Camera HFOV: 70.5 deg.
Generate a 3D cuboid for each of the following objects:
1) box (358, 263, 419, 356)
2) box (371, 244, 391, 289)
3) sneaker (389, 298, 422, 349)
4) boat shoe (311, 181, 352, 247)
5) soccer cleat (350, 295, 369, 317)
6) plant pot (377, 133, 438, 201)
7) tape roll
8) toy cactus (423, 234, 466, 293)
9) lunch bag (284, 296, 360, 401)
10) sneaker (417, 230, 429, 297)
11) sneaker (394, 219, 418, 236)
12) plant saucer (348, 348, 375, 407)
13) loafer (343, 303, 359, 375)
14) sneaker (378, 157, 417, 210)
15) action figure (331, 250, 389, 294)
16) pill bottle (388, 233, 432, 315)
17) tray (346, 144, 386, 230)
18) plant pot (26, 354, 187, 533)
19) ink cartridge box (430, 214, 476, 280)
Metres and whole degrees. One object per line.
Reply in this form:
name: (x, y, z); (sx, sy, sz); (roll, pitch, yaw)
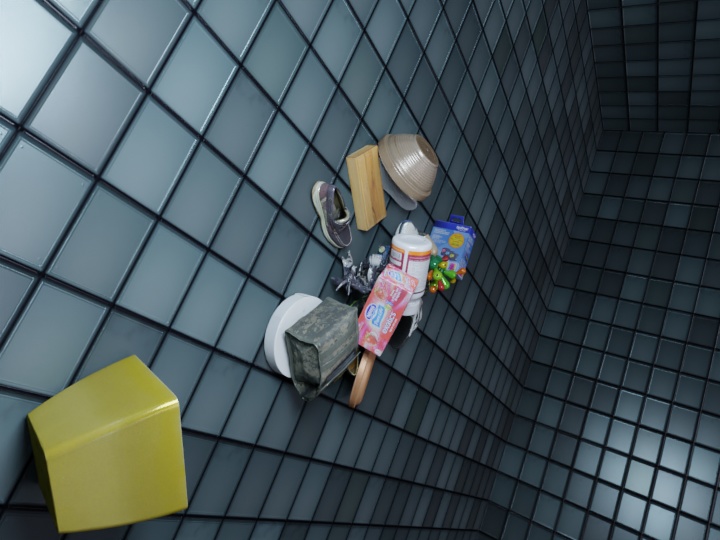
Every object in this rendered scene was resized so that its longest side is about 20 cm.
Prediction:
box: (0.061, 0.100, 1.300); (0.201, 0.094, 0.103); (-65, 172, 25)
box: (0.095, 0.026, 1.540); (0.200, 0.037, 0.138); (37, 69, -53)
sneaker: (0.159, 0.168, 1.645); (0.088, 0.074, 0.202); (43, 66, -49)
boat shoe: (-0.057, -0.130, 1.249); (0.072, 0.064, 0.201); (-54, 140, -32)
soccer cleat: (0.053, 0.110, 1.436); (0.198, 0.081, 0.068); (-7, 133, -36)
plant pot: (0.145, -0.296, 1.370); (0.200, 0.092, 0.202); (37, 35, -32)
tape roll: (-0.150, 0.157, 1.235); (0.202, 0.037, 0.205); (-22, 117, -50)
toy cactus: (0.220, -0.025, 1.446); (0.166, 0.102, 0.200); (64, 26, -2)
lunch bag: (-0.083, 0.197, 1.215); (0.164, 0.117, 0.202); (-37, 135, -43)
sneaker: (0.172, -0.022, 1.556); (0.085, 0.077, 0.203); (-66, 157, -84)
sneaker: (0.148, -0.044, 1.462); (0.076, 0.085, 0.203); (-7, 98, -14)
plant saucer: (0.011, 0.288, 1.433); (0.200, 0.032, 0.202); (18, 90, -84)
loafer: (-0.030, 0.187, 1.369); (0.072, 0.072, 0.202); (-17, 116, -21)
sneaker: (0.105, -0.270, 1.444); (0.200, 0.070, 0.100); (45, 46, -39)
action figure: (0.000, 0.000, 1.332); (0.200, 0.118, 0.103); (-26, 123, -63)
pill bottle: (0.126, 0.011, 1.374); (0.109, 0.109, 0.202); (-22, 126, -50)
tray: (0.019, -0.219, 1.355); (0.099, 0.037, 0.202); (-39, 132, -41)
plant pot: (-0.400, 0.279, 0.796); (0.175, 0.199, 0.202); (-13, 112, -41)
ink cartridge box: (0.300, -0.084, 1.710); (0.076, 0.135, 0.202); (39, 69, -58)
